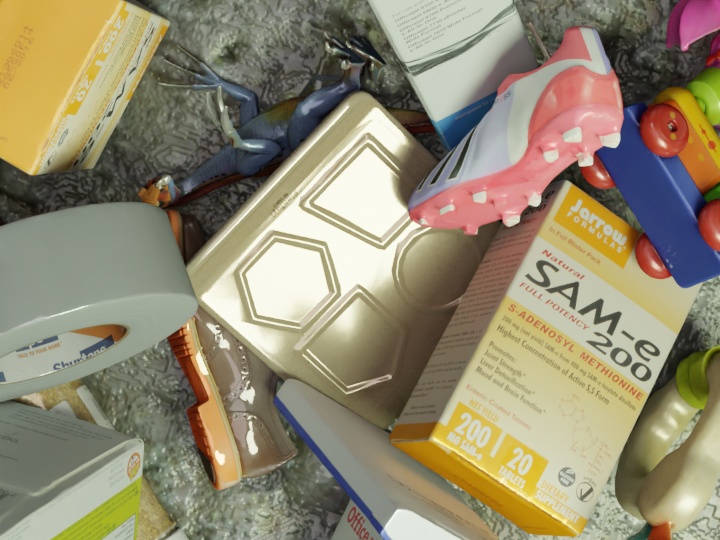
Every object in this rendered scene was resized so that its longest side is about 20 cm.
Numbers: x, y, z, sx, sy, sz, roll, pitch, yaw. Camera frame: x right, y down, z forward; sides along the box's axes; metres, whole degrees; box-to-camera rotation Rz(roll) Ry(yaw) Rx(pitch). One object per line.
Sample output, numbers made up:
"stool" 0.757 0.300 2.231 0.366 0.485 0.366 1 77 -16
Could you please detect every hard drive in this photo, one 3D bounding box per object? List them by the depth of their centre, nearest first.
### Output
"hard drive" 0.029 0.146 1.154 0.132 0.200 0.025 33 95 -29

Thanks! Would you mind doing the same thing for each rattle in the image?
"rattle" 0.237 0.159 1.170 0.130 0.200 0.143 -29 114 32

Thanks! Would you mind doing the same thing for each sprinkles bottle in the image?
"sprinkles bottle" -0.197 0.142 1.260 0.068 0.068 0.200 -33 90 6

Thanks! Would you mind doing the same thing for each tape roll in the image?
"tape roll" -0.209 0.025 1.138 0.200 0.200 0.066 -22 79 5

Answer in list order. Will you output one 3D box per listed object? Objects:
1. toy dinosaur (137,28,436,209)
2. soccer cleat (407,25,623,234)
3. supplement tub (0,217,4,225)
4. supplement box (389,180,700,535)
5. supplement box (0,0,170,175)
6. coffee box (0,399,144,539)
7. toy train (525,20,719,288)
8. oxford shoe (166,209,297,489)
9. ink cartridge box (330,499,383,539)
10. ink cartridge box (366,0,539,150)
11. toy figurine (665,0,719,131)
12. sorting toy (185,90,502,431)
"toy dinosaur" -0.061 -0.086 1.227 0.200 0.105 0.182 39 109 -6
"soccer cleat" 0.096 -0.083 1.128 0.066 0.200 0.077 8 67 -29
"supplement tub" -0.318 -0.018 1.189 0.106 0.200 0.107 -1 85 10
"supplement box" 0.125 0.059 1.173 0.126 0.073 0.200 33 72 -15
"supplement box" -0.199 -0.136 1.177 0.073 0.200 0.126 29 96 0
"coffee box" -0.283 0.209 1.165 0.199 0.200 0.199 14 110 20
"toy train" 0.201 -0.100 1.143 0.116 0.085 0.200 -33 92 -32
"oxford shoe" -0.097 0.050 1.256 0.073 0.071 0.201 -15 96 -15
"ink cartridge box" 0.007 0.267 1.205 0.085 0.148 0.201 26 95 -19
"ink cartridge box" 0.041 -0.194 1.135 0.083 0.200 0.145 -26 61 5
"toy figurine" 0.294 -0.131 1.195 0.184 0.150 0.201 25 120 16
"sorting toy" 0.000 0.000 1.225 0.185 0.036 0.200 -46 113 5
